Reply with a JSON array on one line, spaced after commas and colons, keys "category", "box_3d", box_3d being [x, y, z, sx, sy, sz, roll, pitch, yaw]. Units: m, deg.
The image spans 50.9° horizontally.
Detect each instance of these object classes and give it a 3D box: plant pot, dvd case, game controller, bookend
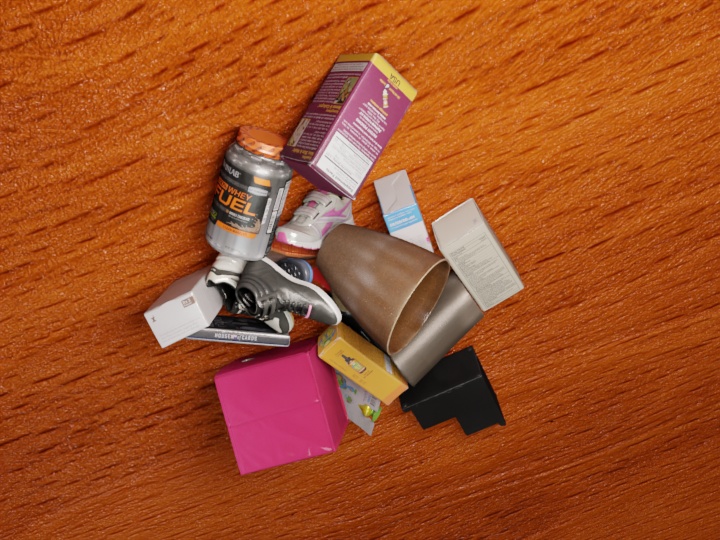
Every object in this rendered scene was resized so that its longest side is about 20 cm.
[{"category": "plant pot", "box_3d": [0.025, 0.009, 1.314, 0.198, 0.186, 0.190, 34, 127, 19]}, {"category": "dvd case", "box_3d": [-0.245, 0.114, 1.473, 0.194, 0.150, 0.025, 7, 96, -17]}, {"category": "game controller", "box_3d": [-0.005, 0.119, 1.557, 0.103, 0.043, 0.201, 7, 147, 44]}, {"category": "bookend", "box_3d": [0.210, 0.302, 1.744, 0.195, 0.093, 0.202, -24, 130, 10]}]

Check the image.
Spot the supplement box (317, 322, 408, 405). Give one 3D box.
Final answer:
[{"category": "supplement box", "box_3d": [0.005, 0.184, 1.517, 0.066, 0.070, 0.199, -40, 120, 21]}]

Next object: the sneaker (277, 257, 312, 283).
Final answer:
[{"category": "sneaker", "box_3d": [-0.123, 0.017, 1.429, 0.077, 0.068, 0.199, -11, 169, -29]}]

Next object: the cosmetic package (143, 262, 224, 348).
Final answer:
[{"category": "cosmetic package", "box_3d": [-0.309, 0.059, 1.374, 0.100, 0.201, 0.075, -24, 104, 9]}]

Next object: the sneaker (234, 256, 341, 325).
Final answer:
[{"category": "sneaker", "box_3d": [-0.132, 0.060, 1.314, 0.197, 0.100, 0.071, 31, 136, 3]}]

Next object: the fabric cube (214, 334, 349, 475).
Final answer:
[{"category": "fabric cube", "box_3d": [-0.151, 0.261, 1.514, 0.194, 0.196, 0.206, -16, 93, 9]}]

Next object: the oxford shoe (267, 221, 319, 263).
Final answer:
[{"category": "oxford shoe", "box_3d": [-0.164, -0.045, 1.422, 0.194, 0.073, 0.074, 7, 144, -9]}]

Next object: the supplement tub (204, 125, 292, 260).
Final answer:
[{"category": "supplement tub", "box_3d": [-0.187, -0.132, 1.290, 0.119, 0.123, 0.204, 11, 112, -20]}]

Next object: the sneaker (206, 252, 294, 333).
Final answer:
[{"category": "sneaker", "box_3d": [-0.206, 0.058, 1.389, 0.075, 0.089, 0.200, -18, 122, 47]}]

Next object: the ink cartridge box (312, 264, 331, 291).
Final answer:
[{"category": "ink cartridge box", "box_3d": [0.000, 0.000, 1.480, 0.198, 0.068, 0.116, 32, 115, -31]}]

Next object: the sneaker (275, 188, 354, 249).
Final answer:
[{"category": "sneaker", "box_3d": [-0.082, -0.099, 1.344, 0.080, 0.199, 0.091, 13, 116, 28]}]

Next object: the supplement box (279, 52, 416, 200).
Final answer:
[{"category": "supplement box", "box_3d": [-0.021, -0.231, 1.204, 0.102, 0.130, 0.203, 34, 85, -32]}]

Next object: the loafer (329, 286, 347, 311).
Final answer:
[{"category": "loafer", "box_3d": [0.037, 0.042, 1.433, 0.194, 0.077, 0.069, 4, 127, -3]}]

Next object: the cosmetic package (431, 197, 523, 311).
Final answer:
[{"category": "cosmetic package", "box_3d": [0.232, -0.028, 1.493, 0.102, 0.088, 0.201, -29, 129, 13]}]

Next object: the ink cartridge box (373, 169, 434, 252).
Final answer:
[{"category": "ink cartridge box", "box_3d": [0.091, -0.068, 1.414, 0.066, 0.117, 0.203, -19, 129, 6]}]

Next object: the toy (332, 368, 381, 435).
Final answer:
[{"category": "toy", "box_3d": [-0.034, 0.252, 1.633, 0.047, 0.198, 0.117, -30, 145, -42]}]

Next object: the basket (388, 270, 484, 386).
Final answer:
[{"category": "basket", "box_3d": [0.143, 0.107, 1.541, 0.198, 0.182, 0.136, -37, 130, 6]}]
